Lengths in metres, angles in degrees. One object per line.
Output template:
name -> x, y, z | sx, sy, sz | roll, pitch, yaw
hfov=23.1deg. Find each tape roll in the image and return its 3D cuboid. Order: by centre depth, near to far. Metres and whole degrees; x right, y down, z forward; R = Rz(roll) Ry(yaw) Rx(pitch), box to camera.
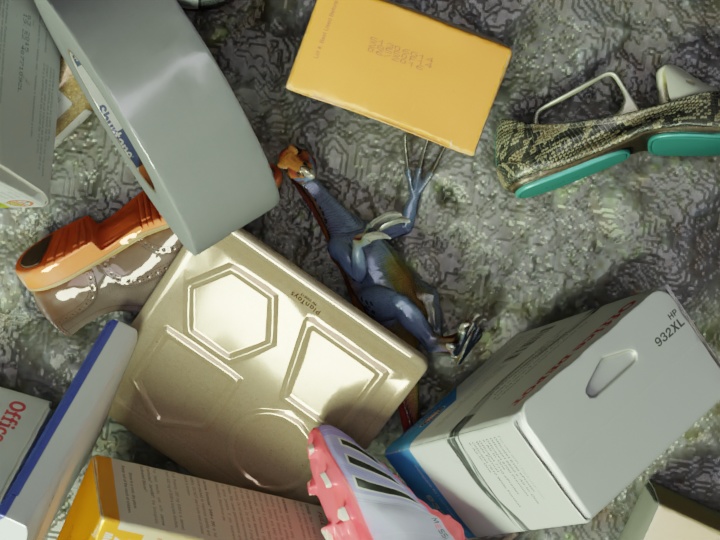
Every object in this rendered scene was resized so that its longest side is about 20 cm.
tape roll -> -0.130, -0.110, 1.112 | 0.066, 0.200, 0.201 | -32, 94, -7

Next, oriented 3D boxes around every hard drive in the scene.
hard drive -> -0.208, 0.140, 1.170 | 0.025, 0.200, 0.132 | 25, 127, -2

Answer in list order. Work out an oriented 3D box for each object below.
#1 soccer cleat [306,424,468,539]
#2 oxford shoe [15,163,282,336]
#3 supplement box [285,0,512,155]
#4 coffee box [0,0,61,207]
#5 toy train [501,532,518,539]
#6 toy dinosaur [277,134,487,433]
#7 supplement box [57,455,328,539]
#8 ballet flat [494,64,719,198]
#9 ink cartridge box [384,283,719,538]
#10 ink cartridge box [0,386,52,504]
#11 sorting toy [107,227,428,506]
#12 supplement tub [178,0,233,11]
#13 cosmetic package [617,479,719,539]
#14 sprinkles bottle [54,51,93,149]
soccer cleat -> 0.027, 0.171, 1.157 | 0.076, 0.200, 0.067 | -17, 132, -20
oxford shoe -> -0.140, -0.017, 1.248 | 0.199, 0.071, 0.073 | -22, 115, 8
supplement box -> 0.027, -0.135, 1.154 | 0.126, 0.200, 0.074 | 20, 99, 0
coffee box -> -0.322, -0.157, 1.124 | 0.197, 0.200, 0.201 | 0, 80, 17
toy train -> 0.061, 0.268, 1.191 | 0.200, 0.085, 0.116 | -41, 131, 7
toy dinosaur -> 0.000, 0.000, 1.227 | 0.181, 0.105, 0.200 | 33, 104, 12
supplement box -> -0.108, 0.216, 1.207 | 0.199, 0.074, 0.126 | 16, 115, -22
ballet flat -> 0.190, -0.105, 1.225 | 0.199, 0.068, 0.076 | -11, 80, 5
ink cartridge box -> 0.126, 0.098, 1.155 | 0.145, 0.200, 0.084 | -38, 94, -24
ink cartridge box -> -0.332, 0.130, 1.215 | 0.199, 0.148, 0.086 | 18, 118, 0
sorting toy -> -0.074, 0.074, 1.236 | 0.185, 0.036, 0.200 | 35, 120, -2
supplement tub -> -0.108, -0.234, 1.143 | 0.106, 0.200, 0.107 | 0, 89, -5
cosmetic package -> 0.275, 0.241, 1.250 | 0.199, 0.071, 0.106 | 23, 97, -1
sprinkles bottle -> -0.246, -0.100, 1.234 | 0.200, 0.068, 0.068 | -43, 93, 5
